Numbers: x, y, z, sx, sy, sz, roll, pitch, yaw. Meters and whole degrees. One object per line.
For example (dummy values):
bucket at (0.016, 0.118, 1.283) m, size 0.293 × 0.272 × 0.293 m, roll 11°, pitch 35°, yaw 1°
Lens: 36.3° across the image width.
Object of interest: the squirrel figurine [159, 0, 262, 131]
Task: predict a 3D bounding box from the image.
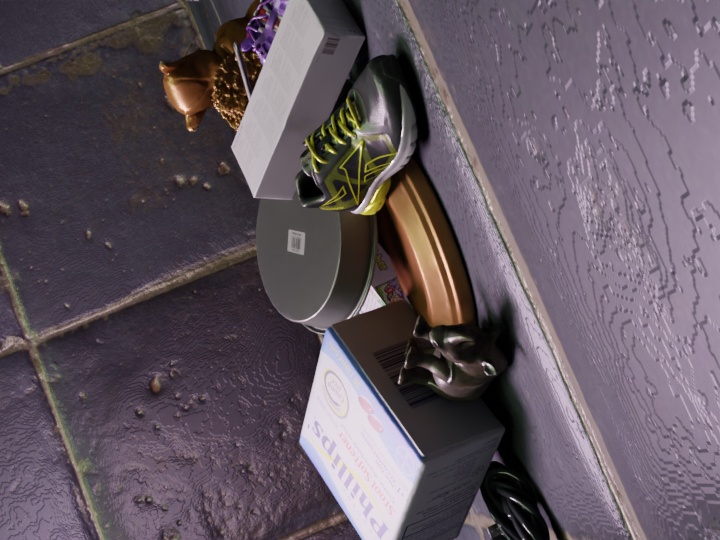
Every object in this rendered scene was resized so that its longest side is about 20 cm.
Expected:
squirrel figurine at (-0.144, -0.241, 1.316) m, size 0.200 × 0.185 × 0.143 m, roll -123°, pitch 13°, yaw -58°

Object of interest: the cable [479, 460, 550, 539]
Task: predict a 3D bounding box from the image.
cable at (0.173, 0.285, 1.088) m, size 0.201 × 0.050 × 0.164 m, roll -112°, pitch 10°, yaw -45°

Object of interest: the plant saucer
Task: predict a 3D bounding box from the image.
plant saucer at (0.055, -0.023, 1.071) m, size 0.200 × 0.037 × 0.202 m, roll 157°, pitch 90°, yaw -83°

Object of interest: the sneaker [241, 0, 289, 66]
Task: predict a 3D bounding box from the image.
sneaker at (-0.085, -0.261, 1.145) m, size 0.081 × 0.082 × 0.202 m, roll -121°, pitch 27°, yaw -64°

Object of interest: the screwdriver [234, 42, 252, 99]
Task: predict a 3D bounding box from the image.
screwdriver at (-0.115, -0.159, 1.235) m, size 0.029 × 0.028 × 0.202 m, roll 21°, pitch 133°, yaw 57°

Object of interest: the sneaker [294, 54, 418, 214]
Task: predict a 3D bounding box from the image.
sneaker at (-0.008, -0.108, 0.964) m, size 0.201 × 0.084 × 0.075 m, roll 109°, pitch 147°, yaw -55°

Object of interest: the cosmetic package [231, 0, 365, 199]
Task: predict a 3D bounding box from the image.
cosmetic package at (-0.065, -0.173, 1.085) m, size 0.083 × 0.050 × 0.201 m, roll 61°, pitch 137°, yaw 36°

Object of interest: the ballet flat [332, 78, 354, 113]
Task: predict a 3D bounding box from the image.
ballet flat at (-0.029, -0.145, 1.211) m, size 0.200 × 0.072 × 0.074 m, roll 104°, pitch 144°, yaw -78°

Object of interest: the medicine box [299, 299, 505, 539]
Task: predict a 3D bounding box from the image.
medicine box at (0.035, 0.170, 1.130) m, size 0.183 × 0.102 × 0.201 m, roll 52°, pitch 144°, yaw 33°

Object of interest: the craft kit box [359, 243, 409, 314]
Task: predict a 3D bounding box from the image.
craft kit box at (0.000, 0.000, 1.338) m, size 0.198 × 0.048 × 0.200 m, roll 54°, pitch 171°, yaw 8°

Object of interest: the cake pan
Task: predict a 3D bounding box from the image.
cake pan at (-0.053, -0.033, 1.149) m, size 0.199 × 0.036 × 0.203 m, roll 3°, pitch 94°, yaw 55°

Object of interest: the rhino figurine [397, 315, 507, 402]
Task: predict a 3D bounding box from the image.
rhino figurine at (0.086, 0.075, 0.972) m, size 0.200 × 0.087 × 0.060 m, roll 100°, pitch -173°, yaw -75°
